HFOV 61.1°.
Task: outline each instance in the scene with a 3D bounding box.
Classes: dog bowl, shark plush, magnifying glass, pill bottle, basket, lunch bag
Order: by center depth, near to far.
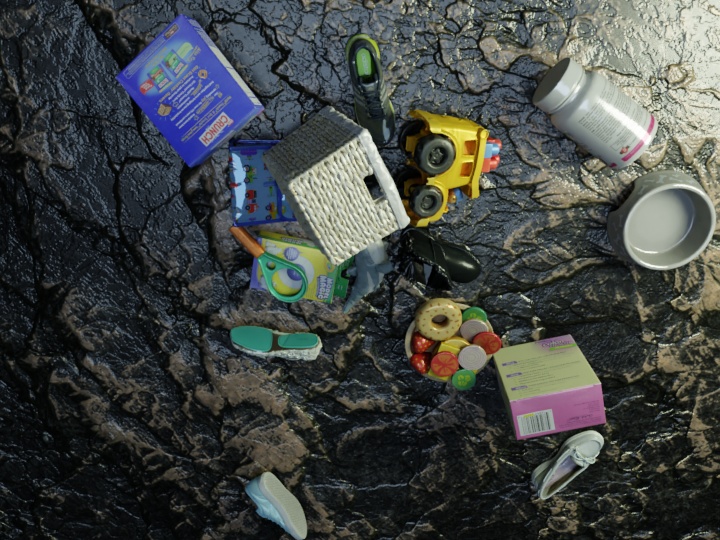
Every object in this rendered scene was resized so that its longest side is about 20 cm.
[{"bbox_3d":[-0.049,-0.150,1.071,0.161,0.200,0.198,-32,124,-6],"label":"basket"},{"bbox_3d":[0.415,-0.281,1.087,0.200,0.113,0.113,32,110,-12],"label":"pill bottle"},{"bbox_3d":[-0.149,-0.171,1.170,0.199,0.094,0.151,-4,111,-11],"label":"lunch bag"},{"bbox_3d":[0.592,-0.091,1.192,0.199,0.059,0.201,1,112,2],"label":"dog bowl"},{"bbox_3d":[-0.184,-0.016,1.211,0.080,0.022,0.200,-37,106,16],"label":"magnifying glass"},{"bbox_3d":[0.000,0.000,1.243,0.083,0.091,0.200,11,137,-18],"label":"shark plush"}]

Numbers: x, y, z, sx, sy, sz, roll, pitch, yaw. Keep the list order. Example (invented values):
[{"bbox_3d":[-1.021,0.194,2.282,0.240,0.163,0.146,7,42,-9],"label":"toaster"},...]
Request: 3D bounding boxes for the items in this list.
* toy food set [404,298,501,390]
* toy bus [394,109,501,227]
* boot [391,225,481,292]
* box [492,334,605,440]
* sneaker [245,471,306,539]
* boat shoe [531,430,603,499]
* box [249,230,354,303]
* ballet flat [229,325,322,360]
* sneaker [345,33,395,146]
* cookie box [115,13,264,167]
[{"bbox_3d":[0.195,0.158,1.306,0.197,0.049,0.201,18,111,-4],"label":"toy food set"},{"bbox_3d":[0.170,-0.188,1.134,0.191,0.136,0.201,-1,116,-16],"label":"toy bus"},{"bbox_3d":[0.154,-0.007,1.179,0.198,0.163,0.073,29,112,-10],"label":"boot"},{"bbox_3d":[0.380,0.235,1.255,0.175,0.200,0.097,-13,111,6],"label":"box"},{"bbox_3d":[-0.206,0.579,1.487,0.082,0.074,0.200,-27,102,21],"label":"sneaker"},{"bbox_3d":[0.485,0.453,1.417,0.074,0.065,0.202,42,107,-15],"label":"boat shoe"},{"bbox_3d":[-0.119,-0.003,1.250,0.199,0.048,0.118,10,113,-5],"label":"box"},{"bbox_3d":[-0.183,0.167,1.314,0.199,0.072,0.072,7,113,-1],"label":"ballet flat"},{"bbox_3d":[0.015,-0.319,1.096,0.074,0.081,0.201,-15,112,8],"label":"sneaker"},{"bbox_3d":[-0.302,-0.317,1.094,0.171,0.075,0.200,-36,98,15],"label":"cookie box"}]
